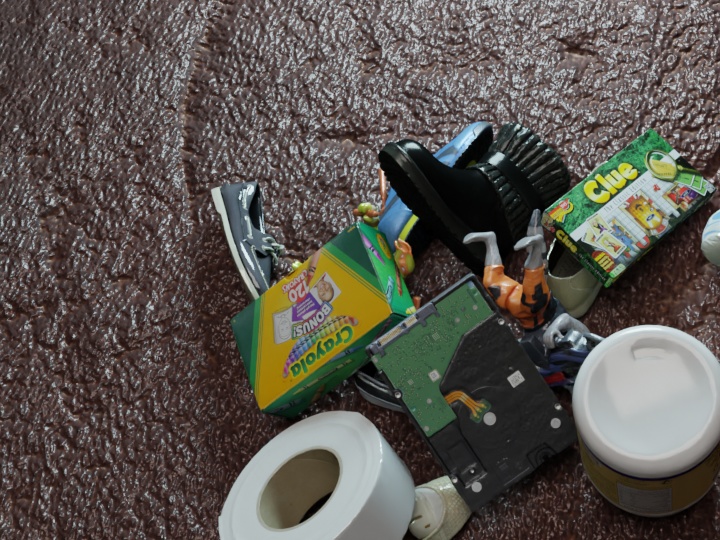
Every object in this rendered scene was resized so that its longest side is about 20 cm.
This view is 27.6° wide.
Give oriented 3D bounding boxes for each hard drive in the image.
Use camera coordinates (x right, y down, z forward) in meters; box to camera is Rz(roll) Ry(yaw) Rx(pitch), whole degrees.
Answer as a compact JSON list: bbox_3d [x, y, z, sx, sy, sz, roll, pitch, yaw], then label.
[{"bbox_3d":[0.113,0.124,1.496,0.139,0.038,0.201,-35,93,1],"label":"hard drive"}]

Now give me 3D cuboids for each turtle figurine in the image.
[{"bbox_3d":[0.000,0.000,1.646,0.160,0.064,0.203,-17,76,28],"label":"turtle figurine"}]

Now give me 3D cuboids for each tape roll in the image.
[{"bbox_3d":[-0.046,0.242,1.491,0.201,0.071,0.204,-26,34,19],"label":"tape roll"}]

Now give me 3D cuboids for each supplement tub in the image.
[{"bbox_3d":[0.281,0.153,1.417,0.143,0.200,0.147,-5,66,10],"label":"supplement tub"}]

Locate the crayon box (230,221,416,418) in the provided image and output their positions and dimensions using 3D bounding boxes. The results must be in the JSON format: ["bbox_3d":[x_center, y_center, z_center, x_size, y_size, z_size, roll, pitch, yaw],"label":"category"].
[{"bbox_3d":[-0.040,0.056,1.581,0.199,0.058,0.120,-37,58,24],"label":"crayon box"}]

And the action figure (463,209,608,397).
[{"bbox_3d":[0.204,0.044,1.523,0.104,0.195,0.199,-38,20,-32],"label":"action figure"}]

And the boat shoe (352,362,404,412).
[{"bbox_3d":[0.081,0.122,1.572,0.198,0.068,0.072,15,67,23],"label":"boat shoe"}]

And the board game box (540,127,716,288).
[{"bbox_3d":[0.292,-0.071,1.591,0.105,0.024,0.199,43,56,16],"label":"board game box"}]

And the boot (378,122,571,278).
[{"bbox_3d":[0.127,-0.111,1.627,0.158,0.211,0.079,-51,30,-11],"label":"boot"}]

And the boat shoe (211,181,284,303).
[{"bbox_3d":[-0.123,-0.033,1.706,0.062,0.073,0.201,-19,48,-5],"label":"boat shoe"}]

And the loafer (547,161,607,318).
[{"bbox_3d":[0.257,-0.042,1.614,0.075,0.068,0.202,17,67,23],"label":"loafer"}]

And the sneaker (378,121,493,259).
[{"bbox_3d":[0.077,-0.104,1.700,0.078,0.066,0.201,29,73,31],"label":"sneaker"}]

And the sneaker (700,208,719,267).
[{"bbox_3d":[0.462,-0.024,1.549,0.198,0.072,0.073,16,58,19],"label":"sneaker"}]

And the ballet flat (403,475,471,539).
[{"bbox_3d":[0.034,0.273,1.506,0.199,0.063,0.068,-36,60,-6],"label":"ballet flat"}]
